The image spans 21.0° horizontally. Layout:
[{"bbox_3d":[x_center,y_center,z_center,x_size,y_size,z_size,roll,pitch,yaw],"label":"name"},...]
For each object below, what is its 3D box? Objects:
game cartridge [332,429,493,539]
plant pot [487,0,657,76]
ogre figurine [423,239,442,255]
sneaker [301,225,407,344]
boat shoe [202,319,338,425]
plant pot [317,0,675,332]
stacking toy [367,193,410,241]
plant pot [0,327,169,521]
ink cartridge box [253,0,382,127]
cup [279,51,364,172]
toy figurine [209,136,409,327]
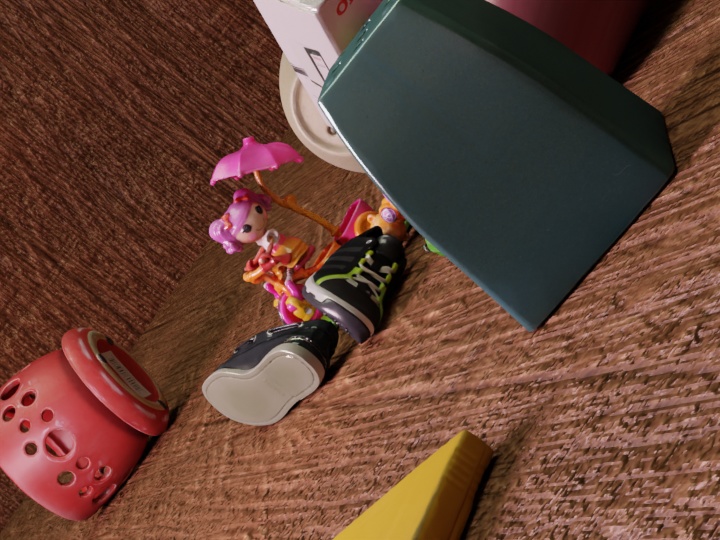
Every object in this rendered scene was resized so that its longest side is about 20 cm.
[{"bbox_3d":[-0.006,0.203,1.121,0.176,0.032,0.200,-45,10,43],"label":"game cartridge"},{"bbox_3d":[0.140,-0.218,1.528,0.200,0.199,0.180,-38,32,59],"label":"plant pot"},{"bbox_3d":[0.070,-0.124,1.604,0.098,0.200,0.120,-27,5,45],"label":"ogre figurine"},{"bbox_3d":[0.000,0.000,1.734,0.083,0.072,0.200,-50,9,11],"label":"sneaker"},{"bbox_3d":[-0.081,0.088,1.806,0.066,0.074,0.199,-56,9,-31],"label":"boat shoe"},{"bbox_3d":[0.080,-0.094,1.263,0.141,0.200,0.141,-49,9,18],"label":"plant pot"},{"bbox_3d":[0.055,-0.096,1.789,0.200,0.116,0.110,-61,3,36],"label":"stacking toy"},{"bbox_3d":[-0.355,0.188,2.473,0.182,0.200,0.200,-44,10,7],"label":"plant pot"},{"bbox_3d":[0.007,-0.219,1.626,0.146,0.084,0.200,-54,-35,-16],"label":"ink cartridge box"},{"bbox_3d":[0.002,-0.178,1.872,0.200,0.200,0.143,-49,-1,24],"label":"cup"},{"bbox_3d":[-0.075,-0.038,1.911,0.200,0.184,0.150,-56,9,-17],"label":"toy figurine"}]
